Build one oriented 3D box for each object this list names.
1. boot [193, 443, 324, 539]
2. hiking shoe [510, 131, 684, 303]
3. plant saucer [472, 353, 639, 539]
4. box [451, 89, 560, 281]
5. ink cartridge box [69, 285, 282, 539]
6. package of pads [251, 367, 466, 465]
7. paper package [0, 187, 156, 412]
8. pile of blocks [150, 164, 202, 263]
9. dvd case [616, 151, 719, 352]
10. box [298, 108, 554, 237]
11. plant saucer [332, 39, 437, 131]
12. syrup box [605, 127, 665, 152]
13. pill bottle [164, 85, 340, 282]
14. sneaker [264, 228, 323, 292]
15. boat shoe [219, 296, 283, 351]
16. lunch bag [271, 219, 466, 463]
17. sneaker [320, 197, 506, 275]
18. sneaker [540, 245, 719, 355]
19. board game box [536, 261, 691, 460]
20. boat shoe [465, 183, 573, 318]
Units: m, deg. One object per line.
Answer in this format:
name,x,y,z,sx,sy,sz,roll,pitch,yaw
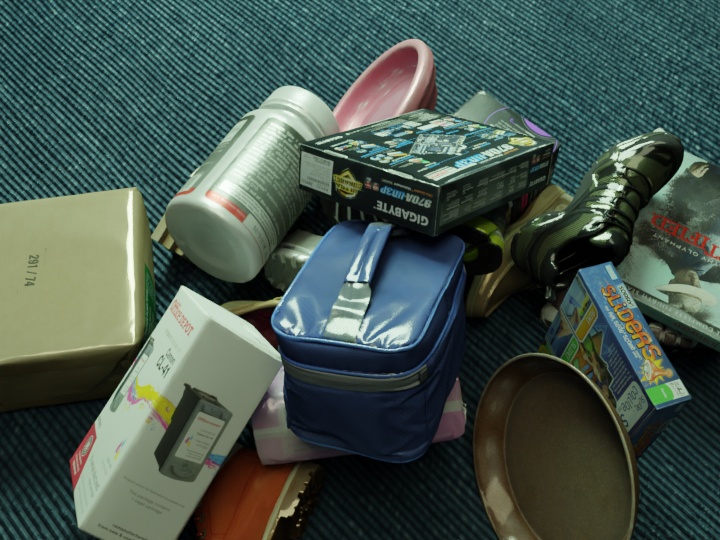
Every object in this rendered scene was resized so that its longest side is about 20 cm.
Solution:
boot,-0.121,0.249,0.766,0.106,0.076,0.201,18,51,16
hiking shoe,0.247,-0.047,0.830,0.200,0.076,0.101,-42,36,11
plant saucer,0.172,0.173,0.743,0.034,0.201,0.202,-2,53,-30
box,0.111,-0.082,0.941,0.122,0.107,0.200,39,67,22
ink cartridge box,-0.168,0.129,0.751,0.085,0.147,0.202,32,87,-23
package of pads,-0.006,0.123,0.806,0.197,0.121,0.077,-8,98,-4
paper package,-0.312,0.027,0.887,0.187,0.104,0.202,-8,57,-3
pile of blocks,-0.147,-0.085,0.965,0.062,0.083,0.201,30,63,19
dvd case,0.344,-0.025,0.855,0.145,0.022,0.201,28,64,17
box,0.064,-0.099,0.791,0.158,0.047,0.199,22,31,34
plant saucer,0.020,-0.171,0.977,0.051,0.199,0.203,35,56,-25
syrup box,0.349,-0.051,0.931,0.078,0.082,0.201,-21,58,-12
pill bottle,-0.106,-0.096,0.899,0.113,0.115,0.201,23,56,15
sneaker,0.000,0.000,0.913,0.197,0.075,0.082,22,43,5
boat shoe,-0.065,0.061,0.860,0.197,0.066,0.075,-9,100,11
lunch bag,0.017,0.040,0.714,0.134,0.134,0.201,8,37,16
sneaker,0.053,-0.058,0.837,0.197,0.075,0.081,19,45,13
sneaker,0.291,0.019,0.873,0.197,0.076,0.117,9,81,7
board game box,0.212,0.106,0.765,0.034,0.201,0.137,-13,58,-14
boat shoe,0.184,-0.016,0.919,0.064,0.072,0.200,33,63,21
